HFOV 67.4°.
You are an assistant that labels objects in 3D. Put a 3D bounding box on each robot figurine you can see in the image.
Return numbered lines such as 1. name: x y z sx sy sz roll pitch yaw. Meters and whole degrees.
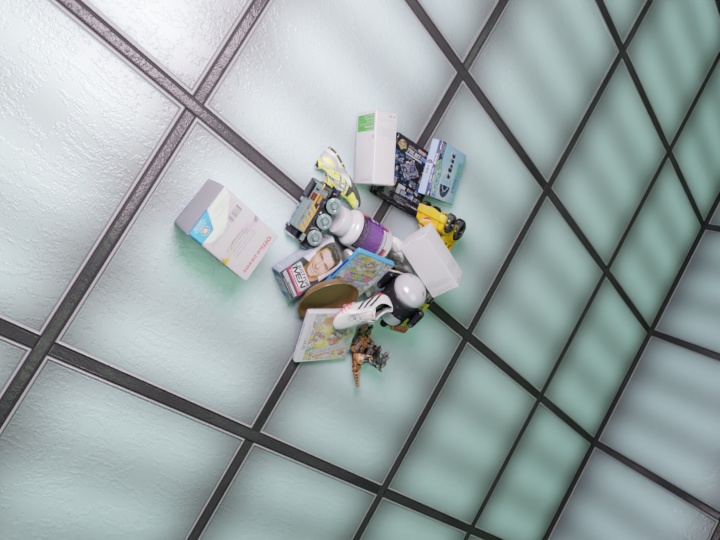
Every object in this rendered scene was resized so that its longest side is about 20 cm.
1. robot figurine: 0.126 0.097 1.742 0.147 0.128 0.200 26 130 -24

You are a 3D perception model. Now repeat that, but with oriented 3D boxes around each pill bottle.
1. pill bottle: -0.002 -0.115 1.648 0.197 0.110 0.115 27 88 -37

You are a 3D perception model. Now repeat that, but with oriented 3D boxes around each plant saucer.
1. plant saucer: -0.101 0.082 1.631 0.193 0.036 0.203 -17 150 -10

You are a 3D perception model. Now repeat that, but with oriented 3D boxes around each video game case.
1. video game case: -0.010 0.014 1.629 0.140 0.018 0.199 19 136 -35
2. video game case: -0.103 0.203 1.695 0.194 0.023 0.187 1 119 -35

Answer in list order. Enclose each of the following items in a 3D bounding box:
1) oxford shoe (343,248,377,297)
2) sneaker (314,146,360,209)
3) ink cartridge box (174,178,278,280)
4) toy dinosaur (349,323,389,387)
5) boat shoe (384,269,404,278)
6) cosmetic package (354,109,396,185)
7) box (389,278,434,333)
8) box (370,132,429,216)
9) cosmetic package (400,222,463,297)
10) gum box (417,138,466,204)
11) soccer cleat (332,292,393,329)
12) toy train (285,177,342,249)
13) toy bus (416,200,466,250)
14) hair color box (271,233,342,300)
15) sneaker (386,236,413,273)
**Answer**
1. oxford shoe: 0.000 0.000 1.708 0.057 0.075 0.203 -38 129 -12
2. sneaker: -0.066 -0.263 1.596 0.075 0.076 0.203 -34 116 -3
3. ink cartridge box: -0.344 -0.104 1.391 0.149 0.143 0.200 -52 125 -9
4. toy dinosaur: 0.015 0.281 1.808 0.131 0.103 0.205 12 115 -21
5. boat shoe: 0.144 0.045 1.821 0.198 0.072 0.065 26 81 -41
6. cosmetic package: 0.045 -0.357 1.592 0.082 0.106 0.209 0 96 -35
7. box: 0.175 0.123 1.827 0.074 0.051 0.201 18 123 -36
8. box: 0.143 -0.306 1.733 0.196 0.049 0.205 20 89 -39
9. cosmetic package: 0.227 -0.030 1.703 0.203 0.106 0.085 56 37 -15
10. gum box: 0.272 -0.321 1.779 0.198 0.044 0.176 4 104 -58
11. soccer cleat: 0.009 0.132 1.646 0.194 0.085 0.071 -22 121 -16
12. toy train: -0.135 -0.165 1.550 0.112 0.086 0.203 30 101 -20
13. toy bus: 0.240 -0.111 1.790 0.198 0.134 0.197 14 105 -59
14. hair color box: -0.155 -0.013 1.603 0.197 0.060 0.102 -35 121 -23
15. sneaker: 0.134 -0.069 1.775 0.102 0.076 0.201 -66 152 -18
